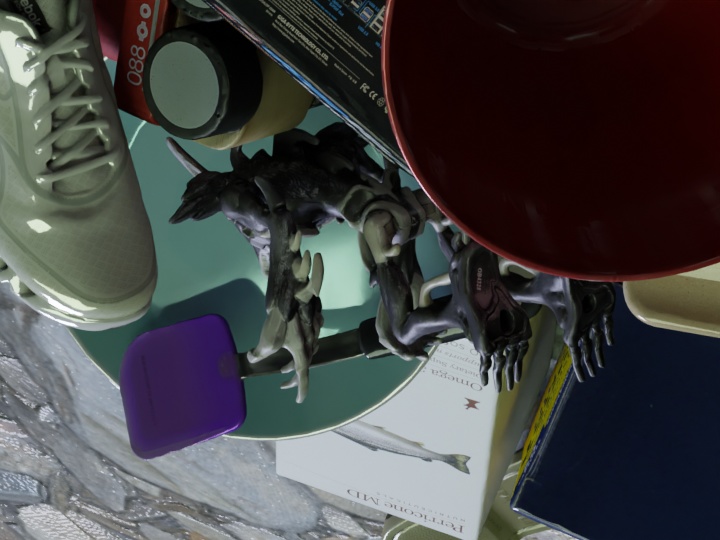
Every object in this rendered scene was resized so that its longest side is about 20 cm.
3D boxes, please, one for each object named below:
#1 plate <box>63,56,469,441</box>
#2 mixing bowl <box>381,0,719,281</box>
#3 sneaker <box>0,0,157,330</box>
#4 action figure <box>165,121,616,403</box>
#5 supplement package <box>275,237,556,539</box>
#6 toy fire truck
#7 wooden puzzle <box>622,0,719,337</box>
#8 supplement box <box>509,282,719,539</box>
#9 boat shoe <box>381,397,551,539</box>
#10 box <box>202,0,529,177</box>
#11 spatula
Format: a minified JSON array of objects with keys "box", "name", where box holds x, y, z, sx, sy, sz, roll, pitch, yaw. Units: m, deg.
[{"box":[-0.048,-0.021,1.201,0.200,0.026,0.200,3,107,11],"name":"plate"},{"box":[0.090,-0.108,0.956,0.200,0.108,0.200,-7,120,-13],"name":"mixing bowl"},{"box":[-0.131,-0.072,1.068,0.081,0.075,0.200,-27,85,57],"name":"sneaker"},{"box":[0.000,0.000,1.103,0.200,0.119,0.102,23,118,39],"name":"action figure"},{"box":[0.030,0.026,1.324,0.117,0.117,0.200,18,149,10],"name":"supplement package"},{"box":[-0.084,-0.164,1.109,0.200,0.129,0.176,23,116,30],"name":"toy fire truck"},{"box":[0.207,-0.057,1.062,0.185,0.037,0.200,9,121,6],"name":"wooden puzzle"},{"box":[0.140,0.065,1.222,0.109,0.109,0.200,23,-174,3],"name":"supplement box"},{"box":[0.100,0.099,1.436,0.200,0.068,0.075,-20,127,24],"name":"boat shoe"},{"box":[0.014,-0.142,1.003,0.200,0.159,0.046,38,179,-40],"name":"box"},{"box":[-0.015,0.034,1.185,0.200,0.057,0.021,-15,169,11],"name":"spatula"}]
